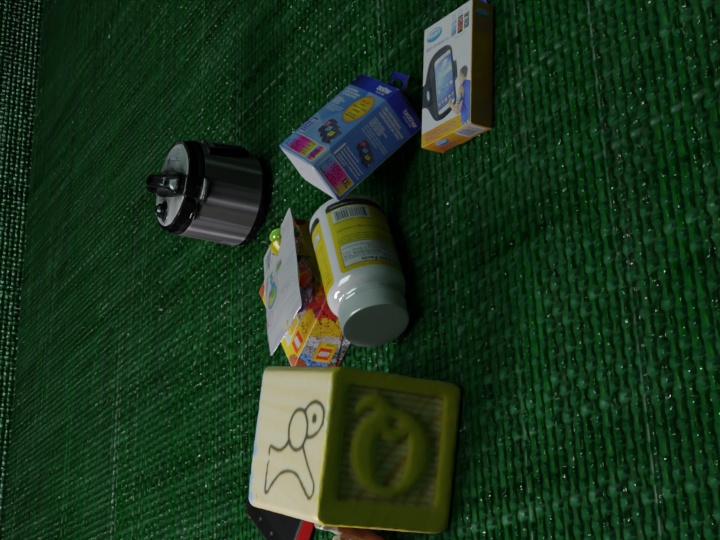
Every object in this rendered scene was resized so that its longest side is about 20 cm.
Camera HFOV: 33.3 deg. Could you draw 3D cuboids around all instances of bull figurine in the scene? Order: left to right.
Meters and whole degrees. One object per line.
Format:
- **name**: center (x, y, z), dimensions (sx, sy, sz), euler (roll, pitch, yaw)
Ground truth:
- **bull figurine**: center (0.003, 0.376, 1.571), dimensions (0.200, 0.121, 0.065), euler (23, 92, 55)

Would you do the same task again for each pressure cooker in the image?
- **pressure cooker**: center (-0.282, -0.141, 2.157), dimensions (0.176, 0.199, 0.179), euler (-53, 37, 40)

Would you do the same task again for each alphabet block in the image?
- **alphabet block**: center (-0.010, 0.227, 1.552), dimensions (0.200, 0.196, 0.196), euler (-5, 78, 60)

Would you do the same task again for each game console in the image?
- **game console**: center (-0.114, 0.342, 1.880), dimensions (0.200, 0.031, 0.177), euler (34, 106, 59)

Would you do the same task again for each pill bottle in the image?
- **pill bottle**: center (0.000, 0.000, 1.693), dimensions (0.114, 0.114, 0.200), euler (-54, 38, 38)

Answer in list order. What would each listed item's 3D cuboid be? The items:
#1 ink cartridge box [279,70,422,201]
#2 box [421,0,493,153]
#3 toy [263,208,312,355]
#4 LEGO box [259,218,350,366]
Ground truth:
- **ink cartridge box**: center (-0.003, -0.206, 1.742), dimensions (0.200, 0.076, 0.136), euler (-41, 30, -8)
- **box**: center (0.130, -0.272, 1.625), dimensions (0.119, 0.041, 0.201), euler (-22, 65, 57)
- **toy**: center (-0.102, 0.017, 1.779), dimensions (0.115, 0.047, 0.200), euler (-59, 31, 38)
- **LEGO box**: center (-0.072, 0.038, 1.848), dimensions (0.149, 0.077, 0.200), euler (-64, 32, 26)
